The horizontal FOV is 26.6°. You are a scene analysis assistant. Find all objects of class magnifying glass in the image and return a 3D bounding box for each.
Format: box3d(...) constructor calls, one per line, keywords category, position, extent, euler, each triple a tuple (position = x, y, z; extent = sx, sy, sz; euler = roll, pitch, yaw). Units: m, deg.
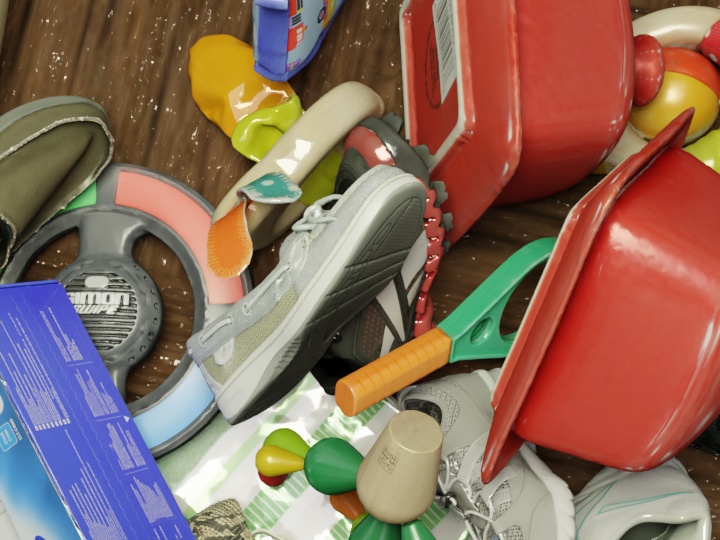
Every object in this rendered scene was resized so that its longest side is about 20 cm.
box3d(category="magnifying glass", position=(0.066, 0.038, 0.936), extent=(0.200, 0.080, 0.022), euler=(-25, 48, -33))

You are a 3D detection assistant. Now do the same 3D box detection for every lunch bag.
box3d(category="lunch bag", position=(-0.028, -0.222, 0.919), extent=(0.094, 0.151, 0.200), euler=(12, 52, 2))

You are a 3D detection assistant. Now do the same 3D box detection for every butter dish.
box3d(category="butter dish", position=(0.112, -0.125, 0.927), extent=(0.148, 0.199, 0.200), euler=(1, 75, -11))
box3d(category="butter dish", position=(0.178, 0.033, 0.855), extent=(0.148, 0.200, 0.200), euler=(27, 117, 15))

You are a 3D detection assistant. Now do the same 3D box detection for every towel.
box3d(category="towel", position=(-0.024, 0.137, 0.984), extent=(0.200, 0.023, 0.153), euler=(41, 86, 4))

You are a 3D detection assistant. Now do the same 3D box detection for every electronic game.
box3d(category="electronic game", position=(-0.166, 0.028, 0.979), extent=(0.200, 0.042, 0.200), euler=(-1, 79, 6))

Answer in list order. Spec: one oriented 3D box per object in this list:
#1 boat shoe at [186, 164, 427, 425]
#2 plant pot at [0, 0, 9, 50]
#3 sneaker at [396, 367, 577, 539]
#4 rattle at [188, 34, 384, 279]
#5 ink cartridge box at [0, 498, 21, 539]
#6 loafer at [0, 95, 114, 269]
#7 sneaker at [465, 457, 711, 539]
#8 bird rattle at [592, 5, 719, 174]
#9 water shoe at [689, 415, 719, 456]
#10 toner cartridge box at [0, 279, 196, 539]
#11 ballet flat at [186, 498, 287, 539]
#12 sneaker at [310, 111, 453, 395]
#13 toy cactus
box3d(category="boat shoe", position=(-0.036, 0.008, 0.855), extent=(0.065, 0.202, 0.074), euler=(49, 42, 14))
box3d(category="plant pot", position=(-0.311, -0.109, 0.949), extent=(0.187, 0.187, 0.200), euler=(3, 98, 1))
box3d(category="sneaker", position=(0.071, 0.137, 0.910), extent=(0.082, 0.200, 0.075), euler=(0, 122, -13))
box3d(category="rattle", position=(-0.077, -0.082, 0.920), extent=(0.130, 0.200, 0.143), euler=(-32, 94, 35))
box3d(category="ink cartridge box", position=(-0.224, 0.221, 0.912), extent=(0.200, 0.085, 0.145), euler=(50, 129, 6))
box3d(category="loafer", position=(-0.220, -0.033, 0.921), extent=(0.070, 0.075, 0.200), euler=(30, 58, 33))
box3d(category="sneaker", position=(0.126, 0.183, 0.943), extent=(0.200, 0.080, 0.070), euler=(-33, 108, -1))
box3d(category="bird rattle", position=(0.225, -0.116, 0.976), extent=(0.163, 0.113, 0.200), euler=(9, 81, 19))
box3d(category="water shoe", position=(0.258, 0.108, 0.961), extent=(0.200, 0.072, 0.079), euler=(-2, 86, 1))
box3d(category="toner cartridge box", position=(-0.176, 0.103, 0.898), extent=(0.043, 0.095, 0.200), euler=(-36, 76, 26))
box3d(category="ballet flat", position=(-0.032, 0.220, 0.939), extent=(0.075, 0.068, 0.200), euler=(-39, 82, -27))
box3d(category="sneaker", position=(0.000, 0.000, 0.914), extent=(0.098, 0.201, 0.071), euler=(-23, 45, -23))
box3d(category="toy cactus", position=(0.004, 0.145, 0.876), extent=(0.102, 0.165, 0.200), euler=(-12, 48, -28))
